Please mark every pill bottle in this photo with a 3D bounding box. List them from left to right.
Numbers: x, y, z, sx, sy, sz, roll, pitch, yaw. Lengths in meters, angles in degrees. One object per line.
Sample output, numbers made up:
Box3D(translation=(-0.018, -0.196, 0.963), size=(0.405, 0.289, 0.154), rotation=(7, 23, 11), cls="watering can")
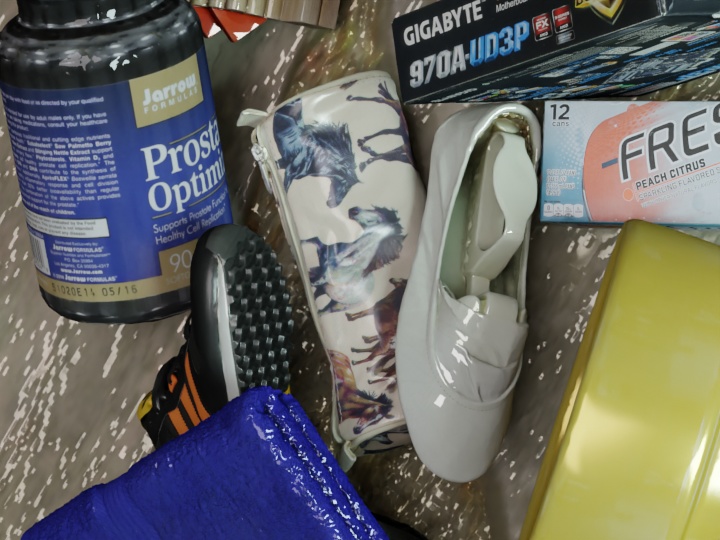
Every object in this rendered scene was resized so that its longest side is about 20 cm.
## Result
Box3D(translation=(-0.132, -0.082, 1.227), size=(0.111, 0.112, 0.202), rotation=(0, 113, 20), cls="pill bottle")

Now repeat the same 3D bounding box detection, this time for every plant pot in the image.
Box3D(translation=(0.185, 0.098, 1.109), size=(0.188, 0.201, 0.202), rotation=(19, 94, 3), cls="plant pot")

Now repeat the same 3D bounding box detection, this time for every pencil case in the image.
Box3D(translation=(0.000, 0.000, 1.227), size=(0.089, 0.078, 0.202), rotation=(-14, 83, -8), cls="pencil case")

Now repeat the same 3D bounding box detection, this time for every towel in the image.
Box3D(translation=(-0.070, 0.153, 1.187), size=(0.200, 0.050, 0.148), rotation=(-33, 95, 37), cls="towel")

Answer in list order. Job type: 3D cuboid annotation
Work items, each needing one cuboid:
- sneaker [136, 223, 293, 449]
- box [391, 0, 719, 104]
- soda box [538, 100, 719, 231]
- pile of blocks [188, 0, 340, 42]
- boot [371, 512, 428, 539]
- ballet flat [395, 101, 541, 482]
Box3D(translation=(-0.083, 0.064, 1.219), size=(0.089, 0.070, 0.201), rotation=(6, 126, 20), cls="sneaker")
Box3D(translation=(0.134, -0.120, 1.098), size=(0.199, 0.158, 0.046), rotation=(-14, 83, 56), cls="box")
Box3D(translation=(0.192, -0.051, 1.165), size=(0.198, 0.068, 0.064), rotation=(1, 88, 21), cls="soda box")
Box3D(translation=(-0.095, -0.161, 1.268), size=(0.198, 0.082, 0.063), rotation=(10, 91, 19), cls="pile of blocks")
Box3D(translation=(0.034, 0.208, 1.214), size=(0.199, 0.077, 0.139), rotation=(22, 91, 18), cls="boot")
Box3D(translation=(0.060, 0.004, 1.174), size=(0.069, 0.069, 0.202), rotation=(-1, 70, 20), cls="ballet flat")
